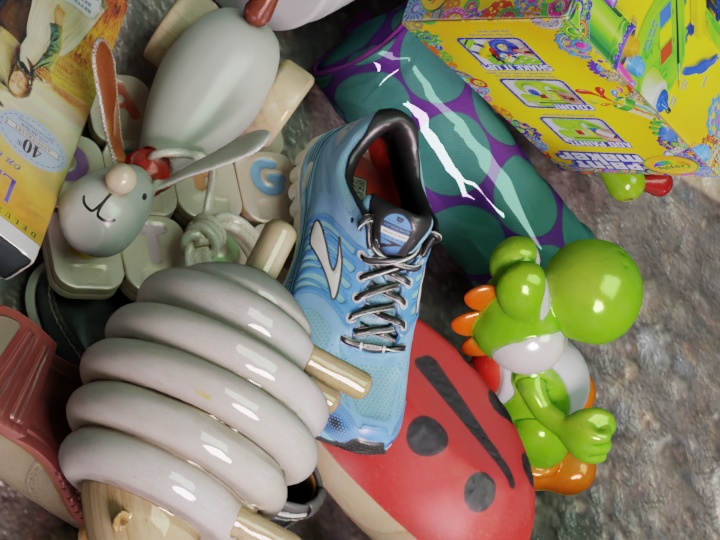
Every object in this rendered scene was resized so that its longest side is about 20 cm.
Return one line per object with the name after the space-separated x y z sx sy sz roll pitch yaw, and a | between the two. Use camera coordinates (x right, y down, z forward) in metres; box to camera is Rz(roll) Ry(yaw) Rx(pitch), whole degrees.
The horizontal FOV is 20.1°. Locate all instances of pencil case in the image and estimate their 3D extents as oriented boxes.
0.058 -0.071 1.262 0.200 0.085 0.092 52 14 -16 | pencil case

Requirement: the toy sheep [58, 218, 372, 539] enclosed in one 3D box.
-0.074 0.066 0.991 0.138 0.138 0.201 37 63 -28 | toy sheep

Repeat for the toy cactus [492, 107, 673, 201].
0.135 -0.133 1.353 0.165 0.102 0.201 -17 98 -33 | toy cactus

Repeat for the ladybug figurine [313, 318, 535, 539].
0.032 0.091 1.156 0.136 0.072 0.200 -19 63 -50 | ladybug figurine

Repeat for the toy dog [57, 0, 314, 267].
-0.085 -0.091 1.088 0.131 0.096 0.200 19 45 -14 | toy dog

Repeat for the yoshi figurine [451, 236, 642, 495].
0.126 0.049 1.211 0.112 0.112 0.200 -43 149 -20 | yoshi figurine

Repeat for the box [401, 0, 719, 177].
0.151 -0.188 1.214 0.193 0.122 0.201 37 66 -45 | box

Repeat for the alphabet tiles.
-0.082 -0.026 1.121 0.199 0.015 0.196 3 57 -28 | alphabet tiles

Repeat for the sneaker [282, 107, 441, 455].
0.000 0.000 1.084 0.078 0.090 0.201 11 63 -25 | sneaker

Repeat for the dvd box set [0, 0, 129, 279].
-0.204 -0.112 1.052 0.146 0.029 0.200 39 43 -26 | dvd box set

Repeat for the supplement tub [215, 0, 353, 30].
-0.003 -0.238 1.224 0.200 0.132 0.132 -35 102 -40 | supplement tub

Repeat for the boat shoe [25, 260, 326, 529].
-0.098 0.065 1.099 0.200 0.068 0.072 49 52 -13 | boat shoe

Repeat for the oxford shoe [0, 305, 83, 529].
-0.167 0.079 1.036 0.200 0.075 0.071 55 46 -43 | oxford shoe
